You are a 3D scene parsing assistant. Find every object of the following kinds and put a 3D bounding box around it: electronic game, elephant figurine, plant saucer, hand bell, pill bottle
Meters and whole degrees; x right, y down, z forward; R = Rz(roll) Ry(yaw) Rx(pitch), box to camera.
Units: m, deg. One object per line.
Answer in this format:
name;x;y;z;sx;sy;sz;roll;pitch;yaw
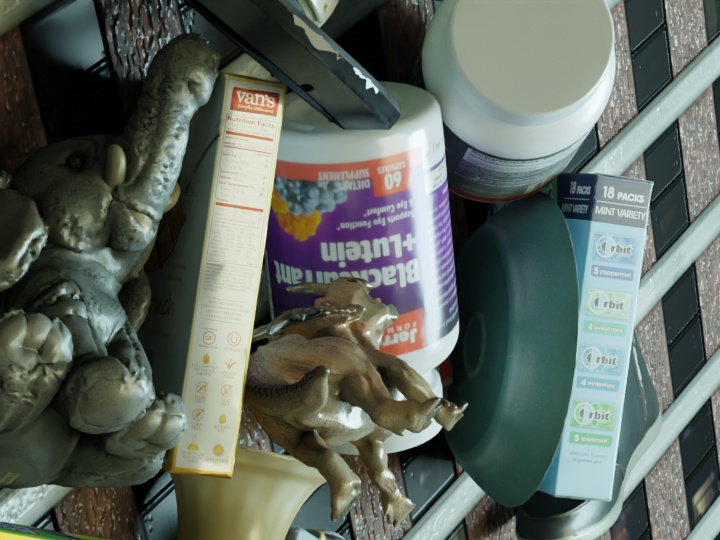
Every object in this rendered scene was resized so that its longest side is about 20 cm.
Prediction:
electronic game;-0.059;-0.138;1.255;0.042;0.200;0.200;-51;144;0
elephant figurine;-0.147;0.000;1.211;0.142;0.154;0.201;108;-20;-60
plant saucer;0.086;0.048;1.570;0.036;0.200;0.201;6;92;-16
hand bell;-0.080;0.198;1.362;0.104;0.104;0.201;19;79;-57
pill bottle;0.000;0.000;1.445;0.111;0.111;0.201;-33;123;-50
pill bottle;0.090;-0.115;1.480;0.200;0.115;0.117;110;-5;-79

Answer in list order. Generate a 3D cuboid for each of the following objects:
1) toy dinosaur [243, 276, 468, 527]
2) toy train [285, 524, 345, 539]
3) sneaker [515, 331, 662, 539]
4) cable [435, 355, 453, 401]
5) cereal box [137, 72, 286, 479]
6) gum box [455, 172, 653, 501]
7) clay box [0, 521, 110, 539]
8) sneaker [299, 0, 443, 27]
toy dinosaur;-0.024;0.059;1.287;0.086;0.135;0.200;-53;162;9
toy train;-0.057;0.238;1.436;0.114;0.085;0.201;40;61;-50
sneaker;0.150;0.109;1.755;0.200;0.074;0.107;-52;133;-52
cable;0.034;0.002;1.555;0.097;0.050;0.201;-24;118;-56
cereal box;-0.090;0.000;1.284;0.039;0.144;0.201;8;89;-21
gum box;0.123;0.037;1.605;0.044;0.170;0.201;7;90;-19
clay box;-0.166;0.184;1.213;0.199;0.048;0.116;14;87;-33
sneaker;-0.014;-0.176;1.430;0.200;0.073;0.116;32;71;-45
